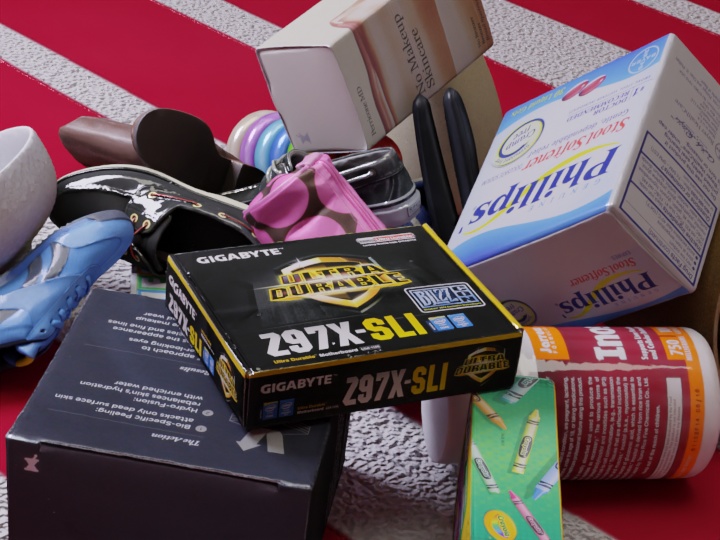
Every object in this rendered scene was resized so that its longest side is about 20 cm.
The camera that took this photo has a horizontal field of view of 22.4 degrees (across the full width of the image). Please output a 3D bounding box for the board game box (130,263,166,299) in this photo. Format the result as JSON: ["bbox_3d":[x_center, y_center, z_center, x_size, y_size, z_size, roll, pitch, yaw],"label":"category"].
[{"bbox_3d":[-0.119,0.033,1.463,0.134,0.034,0.200,2,30,-7],"label":"board game box"}]

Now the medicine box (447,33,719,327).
[{"bbox_3d":[0.180,-0.058,1.407,0.182,0.103,0.200,-23,31,43],"label":"medicine box"}]

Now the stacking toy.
[{"bbox_3d":[-0.036,-0.098,1.590,0.085,0.085,0.200,-15,12,-32],"label":"stacking toy"}]

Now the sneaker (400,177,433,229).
[{"bbox_3d":[0.013,-0.030,1.526,0.088,0.075,0.200,-26,15,31],"label":"sneaker"}]

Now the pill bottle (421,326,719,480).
[{"bbox_3d":[0.151,0.097,1.323,0.200,0.113,0.113,0,30,-11],"label":"pill bottle"}]

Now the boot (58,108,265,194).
[{"bbox_3d":[-0.204,-0.111,1.586,0.200,0.064,0.186,19,-9,33],"label":"boot"}]

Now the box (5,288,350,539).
[{"bbox_3d":[-0.116,0.120,1.224,0.197,0.117,0.200,9,29,5],"label":"box"}]

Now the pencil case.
[{"bbox_3d":[0.000,0.000,1.402,0.200,0.094,0.091,48,47,7],"label":"pencil case"}]

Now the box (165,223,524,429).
[{"bbox_3d":[-0.013,0.033,1.233,0.200,0.049,0.160,-7,33,-22],"label":"box"}]

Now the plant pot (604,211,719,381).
[{"bbox_3d":[0.273,0.011,1.464,0.186,0.186,0.200,-17,21,-35],"label":"plant pot"}]

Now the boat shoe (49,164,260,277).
[{"bbox_3d":[-0.161,-0.035,1.463,0.201,0.074,0.063,15,22,6],"label":"boat shoe"}]

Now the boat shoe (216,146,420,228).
[{"bbox_3d":[-0.047,-0.068,1.496,0.200,0.071,0.072,-7,24,23],"label":"boat shoe"}]

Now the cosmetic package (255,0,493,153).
[{"bbox_3d":[0.016,-0.190,1.543,0.087,0.103,0.200,3,34,41],"label":"cosmetic package"}]

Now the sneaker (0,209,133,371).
[{"bbox_3d":[-0.244,0.030,1.387,0.200,0.066,0.078,-35,66,-24],"label":"sneaker"}]

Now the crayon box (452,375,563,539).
[{"bbox_3d":[0.093,0.169,1.179,0.058,0.119,0.200,7,30,1],"label":"crayon box"}]

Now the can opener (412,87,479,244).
[{"bbox_3d":[0.082,-0.052,1.509,0.063,0.200,0.079,-19,10,6],"label":"can opener"}]

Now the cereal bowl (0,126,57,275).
[{"bbox_3d":[-0.321,-0.027,1.436,0.200,0.083,0.200,-27,21,11],"label":"cereal bowl"}]

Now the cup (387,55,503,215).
[{"bbox_3d":[0.050,-0.159,1.725,0.200,0.143,0.200,5,29,-3],"label":"cup"}]
